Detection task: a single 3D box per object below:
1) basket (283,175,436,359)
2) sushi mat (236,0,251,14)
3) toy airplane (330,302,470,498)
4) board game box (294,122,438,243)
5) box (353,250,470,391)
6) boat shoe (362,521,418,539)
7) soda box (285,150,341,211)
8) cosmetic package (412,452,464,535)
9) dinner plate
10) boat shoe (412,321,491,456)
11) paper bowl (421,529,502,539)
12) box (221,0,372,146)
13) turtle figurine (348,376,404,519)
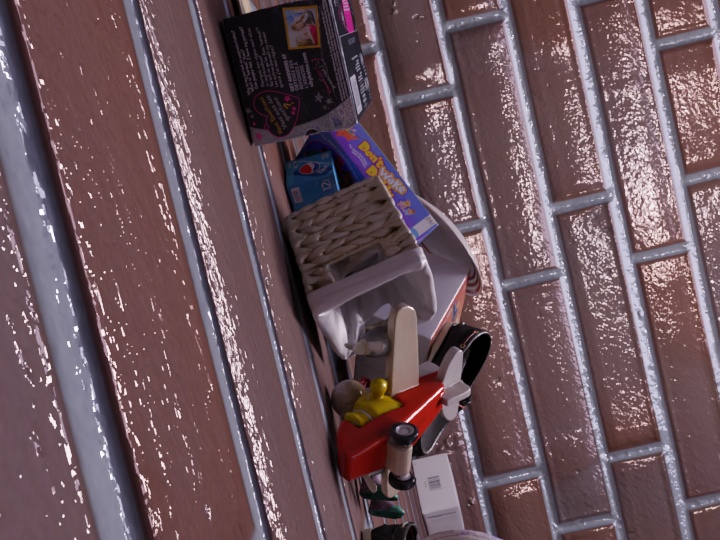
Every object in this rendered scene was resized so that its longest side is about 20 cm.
[{"bbox_3d":[0.000,0.000,1.064,0.200,0.135,0.124,69,-3,-68],"label":"basket"},{"bbox_3d":[-0.130,-0.283,1.083,0.096,0.012,0.201,-71,148,-84],"label":"sushi mat"},{"bbox_3d":[0.036,0.153,1.076,0.201,0.140,0.199,-69,154,-13],"label":"toy airplane"},{"bbox_3d":[0.002,-0.102,1.235,0.200,0.045,0.134,53,-27,4],"label":"board game box"},{"bbox_3d":[0.071,0.094,1.344,0.153,0.106,0.201,-55,160,-39],"label":"box"},{"bbox_3d":[0.044,0.361,1.035,0.200,0.067,0.072,-96,174,-58],"label":"boat shoe"},{"bbox_3d":[-0.042,-0.048,1.221,0.068,0.064,0.201,-100,176,-56],"label":"soda box"},{"bbox_3d":[0.252,0.734,3.003,0.201,0.122,0.200,76,3,-45],"label":"cosmetic package"},{"bbox_3d":[0.113,-0.045,1.367,0.200,0.024,0.200,47,-15,16],"label":"dinner plate"},{"bbox_3d":[0.111,0.154,1.215,0.202,0.063,0.074,-60,142,-30],"label":"boat shoe"},{"bbox_3d":[0.144,0.459,1.262,0.105,0.199,0.202,-62,143,-56],"label":"paper bowl"},{"bbox_3d":[-0.061,-0.216,0.992,0.200,0.114,0.133,-72,150,-72],"label":"box"},{"bbox_3d":[0.037,0.216,1.239,0.150,0.100,0.201,47,41,-45],"label":"turtle figurine"}]
